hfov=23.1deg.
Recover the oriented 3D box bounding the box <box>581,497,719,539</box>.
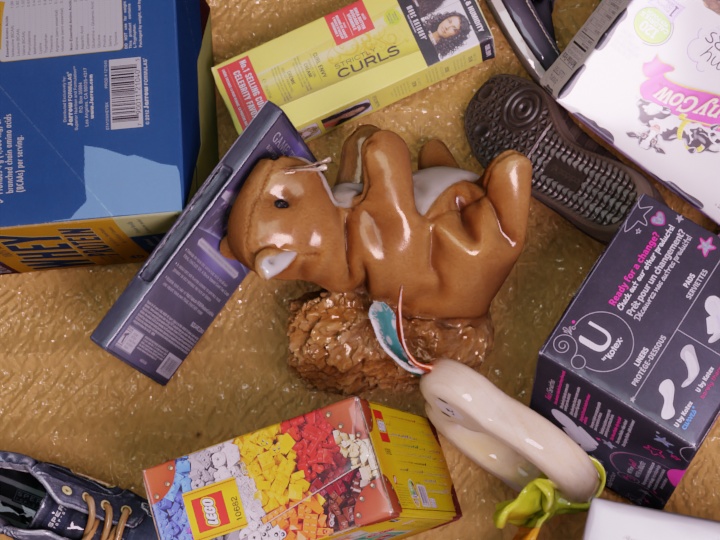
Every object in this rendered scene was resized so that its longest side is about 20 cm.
[{"bbox_3d":[0.227,0.252,1.113,0.198,0.200,0.172,10,78,10],"label":"box"}]

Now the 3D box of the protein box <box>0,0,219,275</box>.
[{"bbox_3d":[-0.214,-0.111,1.277,0.199,0.135,0.199,-5,78,6],"label":"protein box"}]

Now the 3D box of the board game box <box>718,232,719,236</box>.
[{"bbox_3d":[0.342,-0.015,1.234,0.153,0.040,0.200,40,86,13],"label":"board game box"}]

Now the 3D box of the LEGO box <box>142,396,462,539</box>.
[{"bbox_3d":[-0.032,0.148,1.158,0.149,0.200,0.077,-20,77,12],"label":"LEGO box"}]

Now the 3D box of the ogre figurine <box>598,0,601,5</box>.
[{"bbox_3d":[0.250,-0.177,1.253,0.199,0.098,0.120,-14,88,16],"label":"ogre figurine"}]

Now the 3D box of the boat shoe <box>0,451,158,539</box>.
[{"bbox_3d":[-0.188,0.183,1.229,0.200,0.091,0.071,18,81,11],"label":"boat shoe"}]

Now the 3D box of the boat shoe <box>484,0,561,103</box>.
[{"bbox_3d":[0.117,-0.217,1.290,0.063,0.073,0.200,-27,72,4],"label":"boat shoe"}]

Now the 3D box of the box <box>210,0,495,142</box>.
[{"bbox_3d":[-0.004,-0.155,1.303,0.200,0.050,0.075,-23,77,2],"label":"box"}]

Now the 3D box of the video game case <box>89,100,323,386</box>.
[{"bbox_3d":[-0.103,-0.015,1.239,0.019,0.143,0.200,34,84,16],"label":"video game case"}]

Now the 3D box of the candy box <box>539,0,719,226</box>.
[{"bbox_3d":[0.248,-0.150,1.178,0.168,0.072,0.200,35,101,-13],"label":"candy box"}]

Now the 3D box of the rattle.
[{"bbox_3d":[0.052,0.125,1.143,0.200,0.130,0.143,40,90,-30],"label":"rattle"}]

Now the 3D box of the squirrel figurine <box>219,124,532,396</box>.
[{"bbox_3d":[0.000,0.000,1.209,0.186,0.141,0.201,-4,106,-25],"label":"squirrel figurine"}]

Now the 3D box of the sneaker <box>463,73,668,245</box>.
[{"bbox_3d":[0.146,-0.067,1.248,0.070,0.076,0.200,-48,45,6],"label":"sneaker"}]

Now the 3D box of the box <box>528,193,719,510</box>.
[{"bbox_3d":[0.188,0.059,1.150,0.115,0.200,0.132,31,74,12],"label":"box"}]
